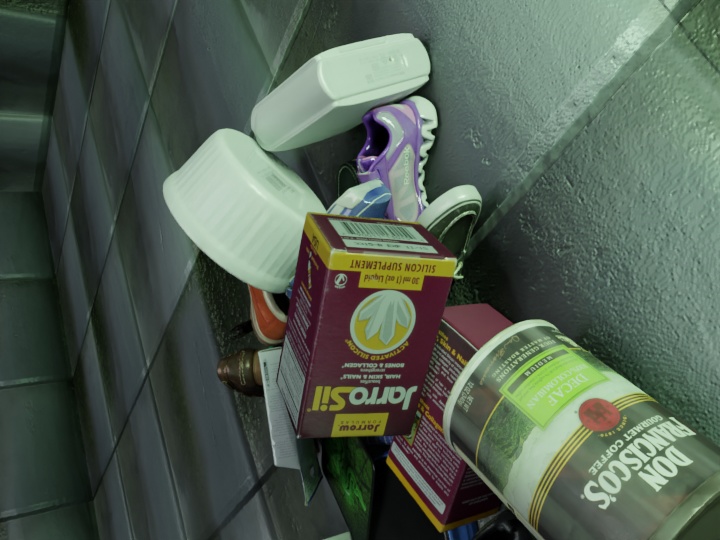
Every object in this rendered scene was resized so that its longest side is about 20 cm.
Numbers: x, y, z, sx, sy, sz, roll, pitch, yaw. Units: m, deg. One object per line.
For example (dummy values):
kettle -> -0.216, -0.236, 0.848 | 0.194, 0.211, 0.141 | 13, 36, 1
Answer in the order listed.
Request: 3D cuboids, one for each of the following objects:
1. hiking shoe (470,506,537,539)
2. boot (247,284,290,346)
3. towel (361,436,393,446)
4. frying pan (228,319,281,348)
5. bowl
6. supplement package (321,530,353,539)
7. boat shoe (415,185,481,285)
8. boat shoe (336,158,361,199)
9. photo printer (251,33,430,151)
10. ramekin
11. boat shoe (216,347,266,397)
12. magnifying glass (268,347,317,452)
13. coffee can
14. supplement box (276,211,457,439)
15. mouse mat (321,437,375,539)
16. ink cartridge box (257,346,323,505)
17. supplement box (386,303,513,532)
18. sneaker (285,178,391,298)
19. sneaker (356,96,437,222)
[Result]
hiking shoe -> 0.128, 0.295, 0.650 | 0.076, 0.099, 0.202 | 48, 130, 43
boot -> -0.127, -0.006, 0.913 | 0.107, 0.074, 0.203 | 130, 125, -62
towel -> 0.015, 0.160, 0.878 | 0.199, 0.024, 0.147 | -26, 70, 56
frying pan -> -0.143, 0.057, 0.990 | 0.030, 0.190, 0.117 | -13, 73, 16
bowl -> 0.064, 0.318, 0.802 | 0.200, 0.039, 0.204 | 6, 97, 56
supplement package -> -0.066, 0.486, 0.871 | 0.147, 0.189, 0.202 | -53, 50, 44
boat shoe -> 0.087, -0.006, 0.723 | 0.064, 0.070, 0.201 | 63, 147, 31
boat shoe -> -0.004, -0.054, 0.855 | 0.075, 0.060, 0.203 | -37, 62, 50
photo printer -> -0.034, -0.209, 0.799 | 0.199, 0.165, 0.070 | -15, 99, 54
ramekin -> -0.130, -0.078, 0.796 | 0.098, 0.200, 0.201 | -46, 51, 14
boat shoe -> -0.160, 0.152, 0.977 | 0.200, 0.069, 0.072 | 74, -171, -71
magnifying glass -> -0.113, 0.210, 1.073 | 0.080, 0.022, 0.202 | -56, 47, 41
coffee can -> 0.181, 0.153, 0.522 | 0.200, 0.145, 0.148 | 41, 125, 47
supplement box -> -0.001, 0.056, 0.657 | 0.103, 0.129, 0.203 | -127, 44, -59
mouse mat -> -0.022, 0.270, 0.903 | 0.200, 0.007, 0.163 | -130, 40, -59
ink cartridge box -> -0.097, 0.212, 0.923 | 0.200, 0.040, 0.203 | 77, -177, -81
supplement box -> 0.109, 0.150, 0.681 | 0.110, 0.085, 0.203 | 42, 126, 47
sneaker -> 0.000, 0.001, 0.747 | 0.115, 0.080, 0.200 | 45, 131, 15
sneaker -> 0.033, -0.104, 0.774 | 0.080, 0.087, 0.204 | 16, 106, 53
